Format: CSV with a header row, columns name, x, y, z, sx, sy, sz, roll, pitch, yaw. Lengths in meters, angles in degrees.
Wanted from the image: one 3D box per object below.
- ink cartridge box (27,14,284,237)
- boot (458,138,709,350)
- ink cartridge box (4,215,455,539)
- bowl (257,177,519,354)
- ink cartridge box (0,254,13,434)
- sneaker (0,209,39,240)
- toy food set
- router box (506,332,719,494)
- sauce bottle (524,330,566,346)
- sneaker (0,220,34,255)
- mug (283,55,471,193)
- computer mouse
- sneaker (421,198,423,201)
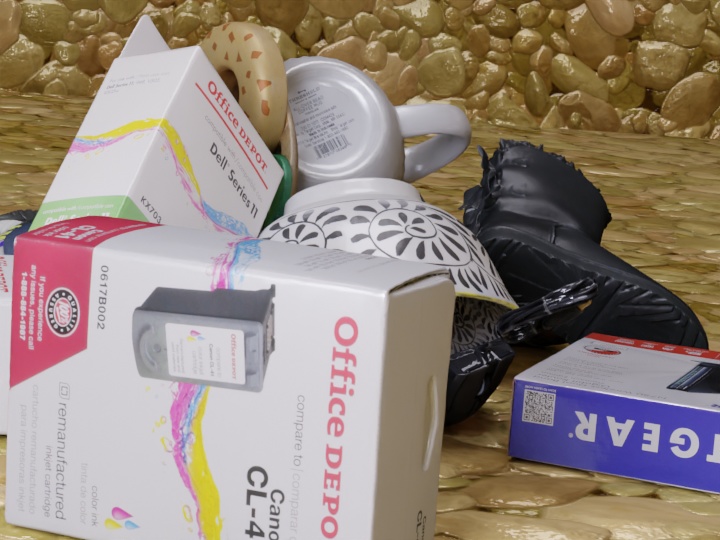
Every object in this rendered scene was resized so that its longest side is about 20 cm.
name,x,y,z,sx,sy,sz,roll,pitch,yaw
ink cartridge box,-0.114,-0.051,1.247,0.067,0.117,0.201,-5,48,31
boot,0.158,-0.009,1.480,0.197,0.074,0.163,26,27,-6
ink cartridge box,-0.065,0.060,0.995,0.198,0.149,0.085,8,10,24
bowl,0.000,0.000,1.308,0.199,0.095,0.201,-5,-16,-1
ink cartridge box,-0.290,0.038,1.214,0.198,0.085,0.146,3,10,-13
sneaker,-0.260,0.006,1.529,0.076,0.076,0.200,33,20,18
toy food set,-0.113,-0.058,1.404,0.199,0.200,0.048,-14,-18,43
router box,0.210,0.088,1.262,0.198,0.049,0.179,8,10,20
sauce bottle,0.127,0.024,1.571,0.199,0.067,0.066,14,13,38
sneaker,-0.189,-0.034,1.347,0.145,0.202,0.081,1,-3,13
mug,-0.016,-0.079,1.497,0.198,0.149,0.175,-12,-16,-15
computer mouse,0.084,0.053,1.223,0.058,0.034,0.200,-14,-15,-29
sneaker,-0.040,-0.002,1.620,0.198,0.085,0.075,-15,56,-14
